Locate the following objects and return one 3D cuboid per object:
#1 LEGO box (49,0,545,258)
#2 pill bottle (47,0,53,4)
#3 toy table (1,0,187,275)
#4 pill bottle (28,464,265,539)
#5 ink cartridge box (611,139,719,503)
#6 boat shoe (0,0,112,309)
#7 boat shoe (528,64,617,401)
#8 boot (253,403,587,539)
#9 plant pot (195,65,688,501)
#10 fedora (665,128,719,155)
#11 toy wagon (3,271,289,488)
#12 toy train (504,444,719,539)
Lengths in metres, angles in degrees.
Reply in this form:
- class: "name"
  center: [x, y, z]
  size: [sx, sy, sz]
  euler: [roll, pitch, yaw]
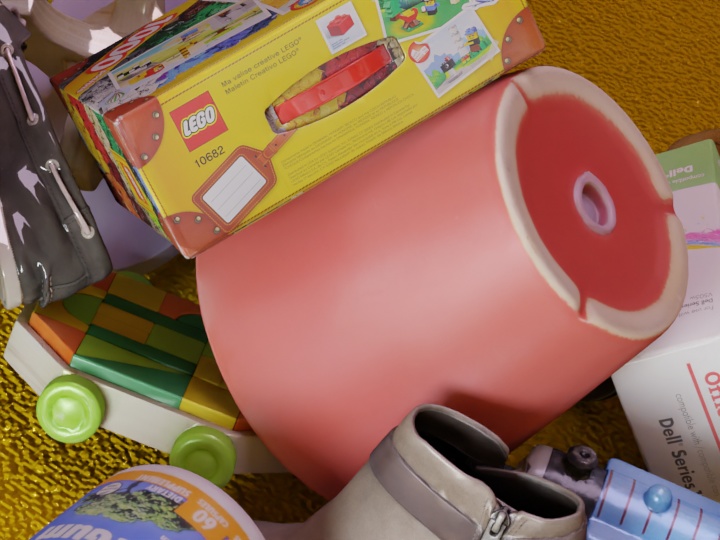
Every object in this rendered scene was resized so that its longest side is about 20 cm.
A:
- class: "LEGO box"
  center: [-0.034, -0.099, 1.426]
  size: [0.200, 0.077, 0.149]
  euler: [-31, 19, -10]
- class: "pill bottle"
  center: [-0.110, -0.140, 1.696]
  size: [0.200, 0.109, 0.109]
  euler: [31, 37, 12]
- class: "toy table"
  center: [-0.123, -0.108, 1.566]
  size: [0.183, 0.117, 0.201]
  euler: [-1, 69, 3]
- class: "pill bottle"
  center: [-0.129, 0.175, 1.290]
  size: [0.112, 0.112, 0.200]
  euler: [33, 37, 15]
- class: "ink cartridge box"
  center: [0.172, 0.043, 1.530]
  size: [0.067, 0.117, 0.200]
  euler: [-14, 38, 14]
- class: "boat shoe"
  center: [-0.173, -0.079, 1.470]
  size: [0.057, 0.067, 0.201]
  euler: [-13, 79, -15]
- class: "boat shoe"
  center: [0.126, -0.018, 1.673]
  size: [0.066, 0.072, 0.202]
  euler: [27, 46, -57]
- class: "boot"
  center: [0.009, 0.122, 1.397]
  size: [0.199, 0.147, 0.070]
  euler: [22, 38, 2]
- class: "plant pot"
  center: [0.050, 0.000, 1.448]
  size: [0.200, 0.177, 0.201]
  euler: [29, 47, -37]
- class: "fedora"
  center: [0.254, -0.005, 1.736]
  size: [0.200, 0.082, 0.201]
  euler: [14, 32, -9]
- class: "toy wagon"
  center: [-0.077, 0.059, 1.491]
  size: [0.199, 0.040, 0.155]
  euler: [21, 22, -1]
- class: "toy train"
  center: [0.144, 0.152, 1.455]
  size: [0.199, 0.115, 0.087]
  euler: [24, 36, 2]
